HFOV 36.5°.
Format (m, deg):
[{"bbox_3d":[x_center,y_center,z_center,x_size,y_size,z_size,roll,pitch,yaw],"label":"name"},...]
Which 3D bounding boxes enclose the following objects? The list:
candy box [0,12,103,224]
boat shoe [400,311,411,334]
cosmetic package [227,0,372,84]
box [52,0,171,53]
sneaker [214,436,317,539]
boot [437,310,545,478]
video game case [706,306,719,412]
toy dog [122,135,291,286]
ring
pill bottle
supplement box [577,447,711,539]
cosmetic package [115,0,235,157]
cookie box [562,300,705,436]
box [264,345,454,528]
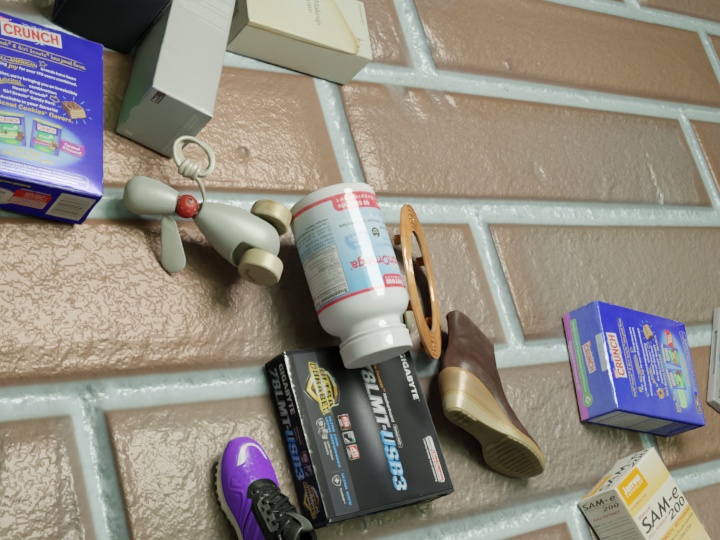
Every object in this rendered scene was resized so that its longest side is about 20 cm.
[{"bbox_3d":[-0.362,-0.166,1.159,0.169,0.077,0.201,13,60,-33],"label":"candy box"},{"bbox_3d":[0.000,0.000,1.377,0.068,0.075,0.201,-18,79,-26],"label":"boat shoe"},{"bbox_3d":[-0.088,-0.334,1.483,0.199,0.073,0.104,8,61,-35],"label":"cosmetic package"},{"bbox_3d":[-0.281,-0.390,1.301,0.104,0.148,0.201,20,55,-30],"label":"box"},{"bbox_3d":[-0.086,0.262,1.129,0.069,0.099,0.201,1,66,-41],"label":"sneaker"},{"bbox_3d":[0.176,0.161,1.428,0.200,0.072,0.167,42,36,-29],"label":"boot"},{"bbox_3d":[0.643,0.176,1.842,0.143,0.018,0.200,36,49,-19],"label":"video game case"},{"bbox_3d":[-0.173,-0.046,1.258,0.200,0.096,0.132,38,54,0],"label":"toy dog"},{"bbox_3d":[0.072,0.015,1.387,0.200,0.019,0.201,-10,90,-78],"label":"ring"},{"bbox_3d":[-0.008,0.007,1.276,0.108,0.109,0.201,-6,72,-41],"label":"pill bottle"},{"bbox_3d":[0.403,0.364,1.498,0.126,0.073,0.200,-30,87,-46],"label":"supplement box"},{"bbox_3d":[-0.219,-0.249,1.304,0.090,0.107,0.201,22,56,-28],"label":"cosmetic package"},{"bbox_3d":[0.406,0.148,1.620,0.199,0.075,0.172,15,58,-34],"label":"cookie box"},{"bbox_3d":[0.000,0.187,1.283,0.198,0.050,0.201,-2,69,-39],"label":"box"}]
